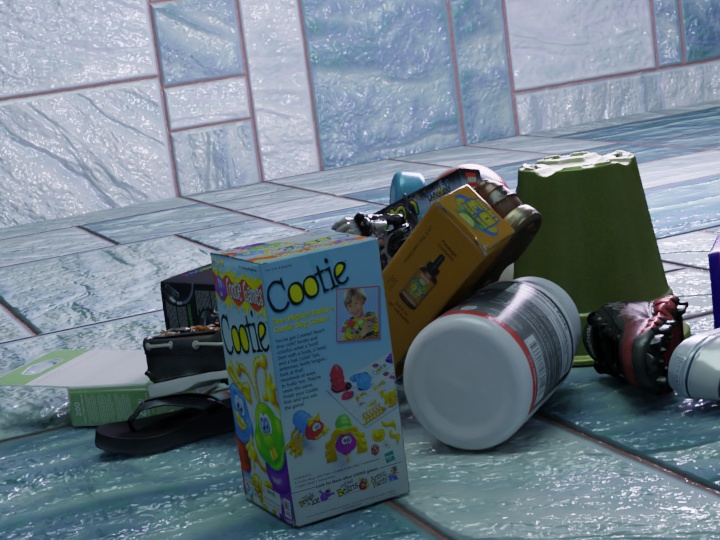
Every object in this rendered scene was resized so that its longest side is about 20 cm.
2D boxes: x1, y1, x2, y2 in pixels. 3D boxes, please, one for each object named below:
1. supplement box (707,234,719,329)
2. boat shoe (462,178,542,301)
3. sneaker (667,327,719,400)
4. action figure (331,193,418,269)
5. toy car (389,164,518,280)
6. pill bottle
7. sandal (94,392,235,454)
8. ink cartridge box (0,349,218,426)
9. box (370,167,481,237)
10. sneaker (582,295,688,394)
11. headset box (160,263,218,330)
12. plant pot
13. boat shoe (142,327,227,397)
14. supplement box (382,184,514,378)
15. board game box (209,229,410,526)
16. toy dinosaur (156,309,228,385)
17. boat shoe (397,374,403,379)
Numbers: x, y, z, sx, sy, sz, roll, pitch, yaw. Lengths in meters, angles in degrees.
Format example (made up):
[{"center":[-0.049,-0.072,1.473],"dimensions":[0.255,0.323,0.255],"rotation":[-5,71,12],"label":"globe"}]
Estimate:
[{"center":[0.441,0.016,1.449],"dimensions":[0.197,0.103,0.103],"rotation":[-3,10,19],"label":"supplement box"},{"center":[0.089,0.001,1.407],"dimensions":[0.068,0.201,0.072],"rotation":[46,31,19],"label":"boat shoe"},{"center":[0.353,0.075,1.326],"dimensions":[0.199,0.074,0.070],"rotation":[-24,33,-38],"label":"sneaker"},{"center":[0.000,0.000,1.456],"dimensions":[0.198,0.120,0.102],"rotation":[-12,12,18],"label":"action figure"},{"center":[0.130,-0.010,1.692],"dimensions":[0.182,0.179,0.200],"rotation":[3,21,-9],"label":"toy car"},{"center":[0.123,0.074,1.328],"dimensions":[0.114,0.118,0.200],"rotation":[-3,11,24],"label":"pill bottle"},{"center":[-0.156,0.131,1.425],"dimensions":[0.198,0.043,0.076],"rotation":[-11,11,-20],"label":"sandal"},{"center":[-0.265,0.118,1.567],"dimensions":[0.197,0.049,0.145],"rotation":[-4,11,21],"label":"ink cartridge box"},{"center":[0.063,-0.025,1.650],"dimensions":[0.034,0.112,0.199],"rotation":[-1,-18,-42],"label":"box"},{"center":[0.248,0.070,1.382],"dimensions":[0.097,0.072,0.200],"rotation":[-4,9,16],"label":"sneaker"},{"center":[-0.100,0.039,1.750],"dimensions":[0.198,0.094,0.173],"rotation":[2,15,41],"label":"headset box"},{"center":[0.232,-0.020,1.553],"dimensions":[0.197,0.193,0.200],"rotation":[-7,11,1],"label":"plant pot"},{"center":[-0.115,0.068,1.383],"dimensions":[0.198,0.061,0.074],"rotation":[-16,-3,30],"label":"boat shoe"},{"center":[0.051,0.019,1.339],"dimensions":[0.069,0.067,0.201],"rotation":[-29,-19,-51],"label":"supplement box"},{"center":[-0.040,0.079,1.179],"dimensions":[0.104,0.203,0.103],"rotation":[-12,11,-26],"label":"board game box"},{"center":[-0.102,0.091,1.513],"dimensions":[0.199,0.103,0.136],"rotation":[31,21,4],"label":"toy dinosaur"},{"center":[-0.029,0.116,1.395],"dimensions":[0.062,0.072,0.199],"rotation":[-43,-13,37],"label":"boat shoe"}]
